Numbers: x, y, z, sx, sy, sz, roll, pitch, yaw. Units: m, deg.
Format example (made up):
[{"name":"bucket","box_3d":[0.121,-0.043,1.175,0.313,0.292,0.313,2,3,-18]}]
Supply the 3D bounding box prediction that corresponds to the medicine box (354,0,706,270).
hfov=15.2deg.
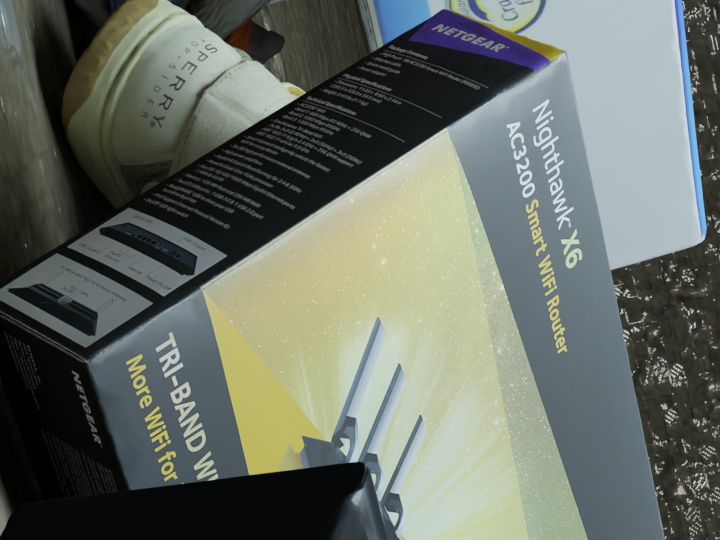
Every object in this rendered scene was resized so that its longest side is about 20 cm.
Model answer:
[{"name":"medicine box","box_3d":[0.042,-0.125,0.934,0.183,0.102,0.201,75,1,-49]}]

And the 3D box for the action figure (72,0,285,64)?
[{"name":"action figure","box_3d":[-0.057,-0.151,0.931,0.193,0.104,0.201,-169,-110,-83]}]

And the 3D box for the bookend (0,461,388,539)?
[{"name":"bookend","box_3d":[-0.009,0.113,0.567,0.200,0.092,0.200,-70,149,-62]}]

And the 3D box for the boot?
[{"name":"boot","box_3d":[0.000,0.000,0.864,0.072,0.154,0.200,-56,156,-12]}]

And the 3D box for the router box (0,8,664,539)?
[{"name":"router box","box_3d":[0.001,0.057,0.712,0.052,0.157,0.201,24,-41,45]}]

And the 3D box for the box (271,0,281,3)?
[{"name":"box","box_3d":[0.009,-0.266,1.489,0.131,0.199,0.200,1,76,-84]}]
